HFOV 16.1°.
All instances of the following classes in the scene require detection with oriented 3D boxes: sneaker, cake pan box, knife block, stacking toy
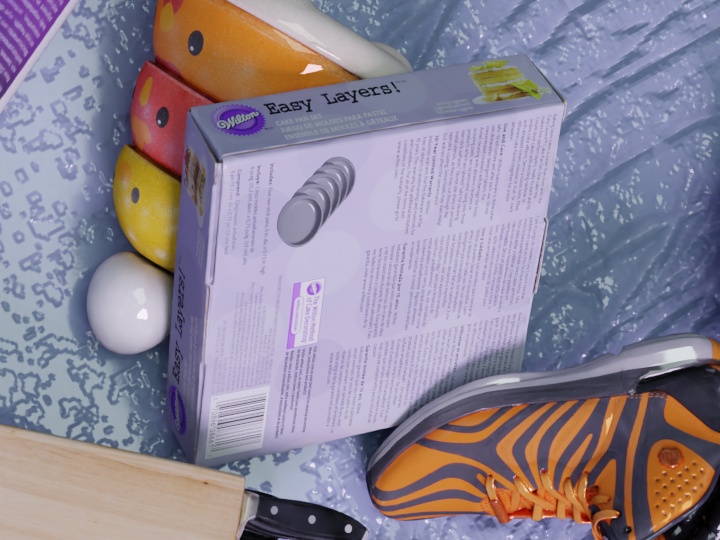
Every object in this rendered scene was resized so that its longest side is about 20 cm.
[{"bbox_3d":[0.101,0.109,1.264,0.199,0.078,0.113,-20,54,13],"label":"sneaker"},{"bbox_3d":[0.000,0.000,1.244,0.183,0.052,0.201,-11,131,-20],"label":"cake pan box"},{"bbox_3d":[-0.094,0.122,1.203,0.174,0.200,0.065,7,80,13],"label":"knife block"},{"bbox_3d":[-0.074,-0.047,1.262,0.145,0.146,0.201,29,91,-12],"label":"stacking toy"}]

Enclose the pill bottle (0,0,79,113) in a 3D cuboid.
[{"bbox_3d":[-0.211,-0.118,1.221,0.111,0.111,0.201,36,74,-11],"label":"pill bottle"}]
